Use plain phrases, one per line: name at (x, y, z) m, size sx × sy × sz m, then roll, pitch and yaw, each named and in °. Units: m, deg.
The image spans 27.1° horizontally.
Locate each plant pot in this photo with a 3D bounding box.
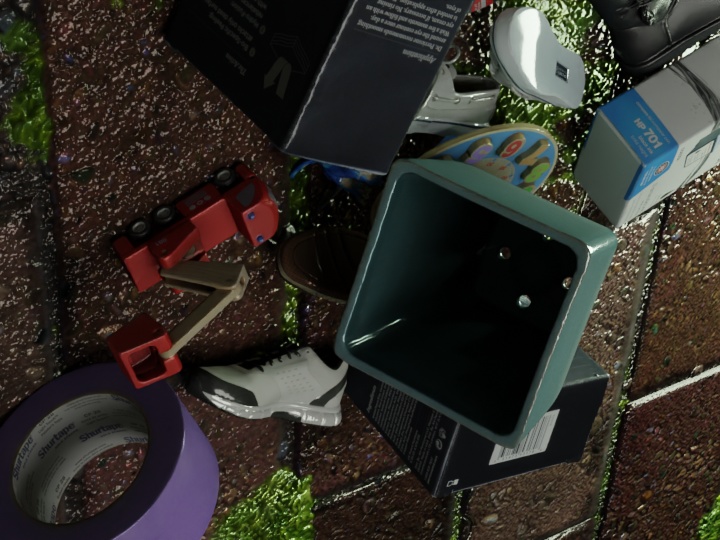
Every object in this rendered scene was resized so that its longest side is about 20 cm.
plant pot at (0.127, 0.011, 1.369) m, size 0.200 × 0.196 × 0.197 m, roll -20°, pitch 132°, yaw -60°

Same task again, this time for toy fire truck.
toy fire truck at (-0.144, 0.000, 1.300) m, size 0.199 × 0.141 × 0.049 m, roll -32°, pitch 137°, yaw -14°

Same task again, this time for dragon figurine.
dragon figurine at (-0.028, -0.105, 1.342) m, size 0.099 × 0.200 × 0.059 m, roll 20°, pitch 78°, yaw -18°

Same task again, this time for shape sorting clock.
shape sorting clock at (0.103, -0.079, 1.468) m, size 0.199 × 0.039 × 0.200 m, roll -18°, pitch 159°, yaw -7°

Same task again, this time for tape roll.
tape roll at (-0.232, 0.187, 1.332) m, size 0.200 × 0.200 × 0.085 m, roll -37°, pitch 138°, yaw -9°

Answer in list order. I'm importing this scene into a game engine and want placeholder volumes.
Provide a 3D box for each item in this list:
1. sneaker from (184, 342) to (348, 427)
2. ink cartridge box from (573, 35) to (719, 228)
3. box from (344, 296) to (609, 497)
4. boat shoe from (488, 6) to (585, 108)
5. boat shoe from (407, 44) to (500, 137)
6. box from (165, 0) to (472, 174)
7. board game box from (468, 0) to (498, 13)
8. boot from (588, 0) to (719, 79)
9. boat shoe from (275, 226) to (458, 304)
sneaker at (-0.091, 0.105, 1.490) m, size 0.199 × 0.074 × 0.081 m, roll 9°, pitch 101°, yaw -47°
ink cartridge box at (0.334, -0.153, 1.570) m, size 0.199 × 0.086 × 0.147 m, roll -30°, pitch 161°, yaw -14°
box at (0.112, 0.111, 1.545) m, size 0.196 × 0.200 × 0.118 m, roll -8°, pitch 127°, yaw -34°
boat shoe at (0.153, -0.194, 1.411) m, size 0.200 × 0.065 × 0.074 m, roll 29°, pitch 70°, yaw -61°
boat shoe at (0.061, -0.173, 1.379) m, size 0.201 × 0.075 × 0.086 m, roll 5°, pitch 119°, yaw -43°
box at (-0.029, -0.214, 1.172) m, size 0.117 × 0.197 × 0.201 m, roll 9°, pitch 116°, yaw -43°
board game box at (0.142, -0.317, 1.334) m, size 0.199 × 0.062 × 0.201 m, roll 5°, pitch 121°, yaw -38°
boot at (0.312, -0.301, 1.475) m, size 0.200 × 0.077 × 0.168 m, roll -38°, pitch 142°, yaw 1°
boat shoe at (0.000, 0.006, 1.469) m, size 0.201 × 0.075 × 0.075 m, roll 8°, pitch 160°, yaw -29°
